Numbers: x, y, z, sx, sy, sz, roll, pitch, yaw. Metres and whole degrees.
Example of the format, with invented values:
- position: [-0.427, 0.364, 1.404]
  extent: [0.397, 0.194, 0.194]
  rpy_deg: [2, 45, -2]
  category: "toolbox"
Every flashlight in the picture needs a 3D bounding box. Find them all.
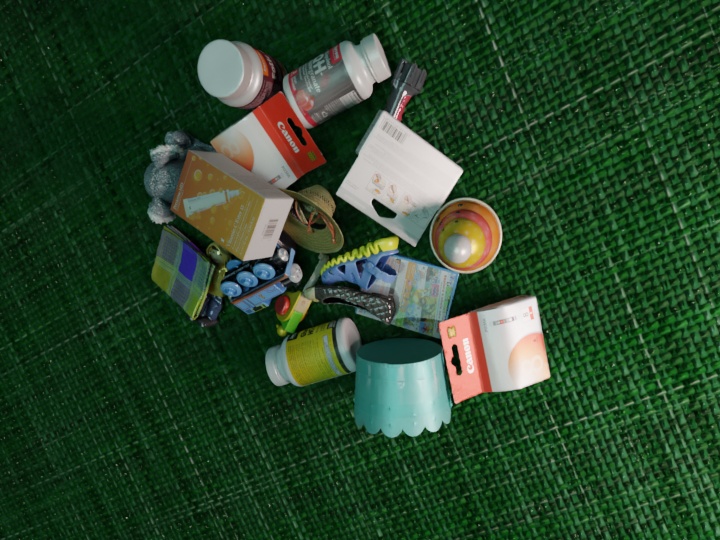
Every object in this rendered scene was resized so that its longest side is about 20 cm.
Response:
- position: [0.072, -0.295, 1.036]
  extent: [0.067, 0.068, 0.204]
  rpy_deg: [26, 101, 13]
  category: "flashlight"

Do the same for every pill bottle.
- position: [-0.222, -0.372, 1.026]
  extent: [0.111, 0.200, 0.118]
  rpy_deg: [3, 101, 14]
  category: "pill bottle"
- position: [-0.043, -0.368, 1.026]
  extent: [0.196, 0.111, 0.113]
  rpy_deg: [-23, 94, 17]
  category: "pill bottle"
- position: [-0.100, 0.181, 1.138]
  extent: [0.195, 0.112, 0.115]
  rpy_deg: [-18, 95, 17]
  category: "pill bottle"

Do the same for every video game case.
- position: [0.095, 0.047, 1.112]
  extent: [0.195, 0.018, 0.147]
  rpy_deg: [15, 103, 12]
  category: "video game case"

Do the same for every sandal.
- position: [0.000, 0.000, 1.080]
  extent: [0.197, 0.079, 0.089]
  rpy_deg: [-20, 87, 35]
  category: "sandal"

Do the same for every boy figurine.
- position: [-0.327, 0.026, 1.199]
  extent: [0.122, 0.064, 0.204]
  rpy_deg: [28, 108, 15]
  category: "boy figurine"

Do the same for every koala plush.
- position: [-0.370, -0.189, 1.099]
  extent: [0.179, 0.200, 0.182]
  rpy_deg: [17, 104, 11]
  category: "koala plush"

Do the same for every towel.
- position: [-0.407, 0.002, 1.200]
  extent: [0.198, 0.023, 0.147]
  rpy_deg: [34, 109, 32]
  category: "towel"

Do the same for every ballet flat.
- position: [-0.024, 0.067, 1.096]
  extent: [0.194, 0.067, 0.059]
  rpy_deg: [10, 79, 8]
  category: "ballet flat"

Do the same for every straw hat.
- position: [-0.099, -0.128, 1.094]
  extent: [0.197, 0.202, 0.086]
  rpy_deg: [28, 64, 9]
  category: "straw hat"

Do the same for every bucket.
- position: [0.080, 0.223, 1.056]
  extent: [0.201, 0.207, 0.139]
  rpy_deg: [-1, 98, 15]
  category: "bucket"

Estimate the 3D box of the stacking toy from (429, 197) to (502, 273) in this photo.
- position: [0.188, -0.054, 0.973]
  extent: [0.142, 0.200, 0.151]
  rpy_deg: [3, 101, 13]
  category: "stacking toy"

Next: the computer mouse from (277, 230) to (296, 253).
- position: [-0.238, -0.069, 1.129]
  extent: [0.138, 0.047, 0.201]
  rpy_deg: [-28, 119, 26]
  category: "computer mouse"

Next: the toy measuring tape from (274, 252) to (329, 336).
- position: [-0.134, 0.047, 1.155]
  extent: [0.072, 0.074, 0.204]
  rpy_deg: [27, 94, 8]
  category: "toy measuring tape"

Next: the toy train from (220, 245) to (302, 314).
- position: [-0.208, 0.015, 1.118]
  extent: [0.197, 0.088, 0.114]
  rpy_deg: [-24, 133, 32]
  category: "toy train"

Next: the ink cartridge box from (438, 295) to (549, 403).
- position: [0.258, 0.151, 1.014]
  extent: [0.195, 0.050, 0.167]
  rpy_deg: [-15, 97, -19]
  category: "ink cartridge box"

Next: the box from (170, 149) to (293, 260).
- position: [-0.245, -0.125, 1.009]
  extent: [0.197, 0.097, 0.127]
  rpy_deg: [31, 108, 19]
  category: "box"

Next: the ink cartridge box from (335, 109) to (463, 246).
- position: [0.072, -0.173, 1.015]
  extent: [0.197, 0.044, 0.176]
  rpy_deg: [31, 99, -18]
  category: "ink cartridge box"

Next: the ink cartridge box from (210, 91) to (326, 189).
- position: [-0.186, -0.236, 1.065]
  extent: [0.197, 0.051, 0.164]
  rpy_deg: [-17, 118, 39]
  category: "ink cartridge box"
